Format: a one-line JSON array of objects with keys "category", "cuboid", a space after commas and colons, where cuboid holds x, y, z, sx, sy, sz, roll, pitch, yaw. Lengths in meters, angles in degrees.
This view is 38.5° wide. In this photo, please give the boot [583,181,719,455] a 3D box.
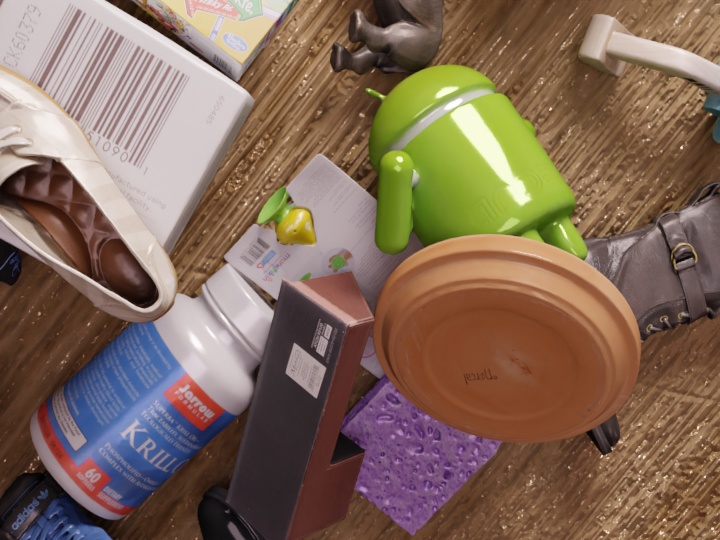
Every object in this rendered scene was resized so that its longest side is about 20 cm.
[{"category": "boot", "cuboid": [0.249, 0.041, 0.858, 0.171, 0.069, 0.203, -13, 97, -1]}]

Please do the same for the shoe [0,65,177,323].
[{"category": "shoe", "cuboid": [-0.183, -0.048, 0.619, 0.070, 0.053, 0.200, -42, 99, 2]}]

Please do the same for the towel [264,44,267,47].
[{"category": "towel", "cuboid": [-0.131, -0.289, 0.770, 0.197, 0.032, 0.194, 19, 79, -8]}]

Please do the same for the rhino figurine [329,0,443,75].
[{"category": "rhino figurine", "cuboid": [0.034, -0.250, 0.802, 0.086, 0.060, 0.204, 4, 98, -24]}]

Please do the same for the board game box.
[{"category": "board game box", "cuboid": [-0.125, -0.248, 0.719, 0.199, 0.034, 0.135, 37, 73, -5]}]

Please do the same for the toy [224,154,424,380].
[{"category": "toy", "cuboid": [0.000, 0.000, 0.839, 0.199, 0.047, 0.115, 37, 108, -26]}]

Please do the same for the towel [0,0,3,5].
[{"category": "towel", "cuboid": [-0.319, -0.258, 0.725, 0.199, 0.191, 0.032, 37, 61, -7]}]

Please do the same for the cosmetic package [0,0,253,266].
[{"category": "cosmetic package", "cuboid": [-0.185, -0.096, 0.741, 0.163, 0.200, 0.167, 30, 94, -8]}]

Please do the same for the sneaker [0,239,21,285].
[{"category": "sneaker", "cuboid": [-0.363, -0.014, 0.809, 0.196, 0.071, 0.079, -2, 132, 12]}]

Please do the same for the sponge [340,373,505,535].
[{"category": "sponge", "cuboid": [0.066, 0.119, 0.855, 0.111, 0.030, 0.200, 39, 107, -8]}]

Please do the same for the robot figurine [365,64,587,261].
[{"category": "robot figurine", "cuboid": [0.083, -0.068, 0.782, 0.174, 0.116, 0.201, -21, 72, -41]}]

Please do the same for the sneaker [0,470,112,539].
[{"category": "sneaker", "cuboid": [-0.234, 0.211, 0.789, 0.111, 0.200, 0.077, 47, 74, -9]}]

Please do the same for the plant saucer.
[{"category": "plant saucer", "cuboid": [0.103, 0.061, 0.757, 0.197, 0.033, 0.202, 10, 134, 11]}]

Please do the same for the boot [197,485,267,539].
[{"category": "boot", "cuboid": [-0.136, 0.299, 0.821, 0.199, 0.065, 0.166, -40, 102, -33]}]

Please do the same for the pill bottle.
[{"category": "pill bottle", "cuboid": [-0.152, 0.090, 0.815, 0.200, 0.112, 0.112, -42, 99, 2]}]

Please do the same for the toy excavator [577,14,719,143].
[{"category": "toy excavator", "cuboid": [0.296, -0.144, 0.810, 0.198, 0.194, 0.101, 18, 98, -35]}]

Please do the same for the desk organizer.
[{"category": "desk organizer", "cuboid": [-0.035, 0.107, 0.799, 0.071, 0.076, 0.203, 31, 117, 34]}]
